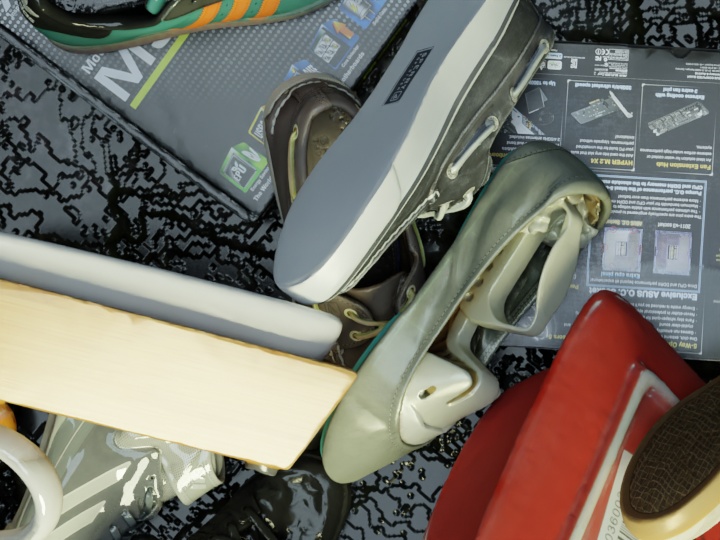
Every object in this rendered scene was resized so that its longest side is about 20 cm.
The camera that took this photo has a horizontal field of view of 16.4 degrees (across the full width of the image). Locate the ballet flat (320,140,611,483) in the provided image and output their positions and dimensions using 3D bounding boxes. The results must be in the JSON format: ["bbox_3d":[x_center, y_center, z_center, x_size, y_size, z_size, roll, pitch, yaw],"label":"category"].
[{"bbox_3d":[0.053,0.029,1.221,0.064,0.067,0.200,35,94,37],"label":"ballet flat"}]

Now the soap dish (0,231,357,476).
[{"bbox_3d":[-0.115,0.036,1.200,0.199,0.157,0.082,15,88,-14],"label":"soap dish"}]

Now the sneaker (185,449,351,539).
[{"bbox_3d":[-0.087,0.170,1.271,0.200,0.104,0.060,-42,86,5],"label":"sneaker"}]

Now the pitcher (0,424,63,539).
[{"bbox_3d":[-0.252,0.090,1.223,0.200,0.121,0.172,46,117,-2],"label":"pitcher"}]

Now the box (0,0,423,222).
[{"bbox_3d":[-0.072,-0.159,1.296,0.193,0.048,0.200,38,94,1],"label":"box"}]

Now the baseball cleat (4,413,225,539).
[{"bbox_3d":[-0.130,0.124,1.293,0.106,0.070,0.201,14,93,6],"label":"baseball cleat"}]

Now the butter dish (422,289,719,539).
[{"bbox_3d":[0.100,0.142,1.228,0.199,0.147,0.200,45,56,-29],"label":"butter dish"}]

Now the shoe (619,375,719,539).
[{"bbox_3d":[0.193,0.069,1.174,0.200,0.070,0.053,-45,114,-33],"label":"shoe"}]

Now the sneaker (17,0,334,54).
[{"bbox_3d":[-0.072,-0.153,1.233,0.199,0.080,0.072,-18,89,4],"label":"sneaker"}]

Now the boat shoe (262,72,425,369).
[{"bbox_3d":[0.000,0.000,1.262,0.072,0.060,0.201,-17,105,-8],"label":"boat shoe"}]

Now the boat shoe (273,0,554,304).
[{"bbox_3d":[0.031,-0.056,1.203,0.068,0.072,0.200,43,63,-26],"label":"boat shoe"}]

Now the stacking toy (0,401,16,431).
[{"bbox_3d":[-0.239,0.012,1.299,0.109,0.116,0.200,-30,101,0],"label":"stacking toy"}]

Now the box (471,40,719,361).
[{"bbox_3d":[0.159,-0.034,1.271,0.199,0.050,0.159,3,91,6],"label":"box"}]
